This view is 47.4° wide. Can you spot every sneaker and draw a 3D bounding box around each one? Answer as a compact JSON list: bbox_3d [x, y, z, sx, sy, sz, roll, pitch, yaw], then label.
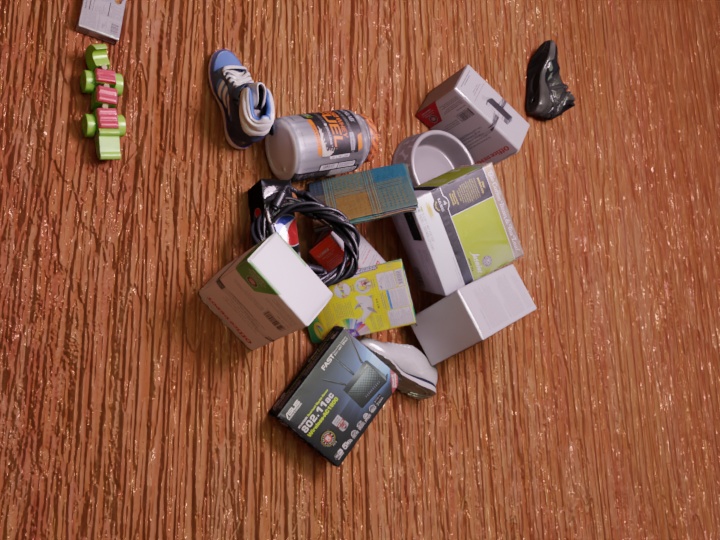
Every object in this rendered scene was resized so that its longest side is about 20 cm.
[{"bbox_3d":[-0.208,-0.333,1.491,0.080,0.146,0.202,-7,81,-34],"label":"sneaker"},{"bbox_3d":[0.068,0.174,1.577,0.199,0.076,0.081,34,52,-28],"label":"sneaker"},{"bbox_3d":[0.469,-0.459,2.007,0.114,0.076,0.201,17,71,-30],"label":"sneaker"}]

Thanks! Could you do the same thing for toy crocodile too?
[{"bbox_3d":[-0.433,-0.283,1.385,0.067,0.062,0.202,0,77,-32],"label":"toy crocodile"}]

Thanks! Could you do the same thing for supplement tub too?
[{"bbox_3d":[-0.071,-0.242,1.568,0.199,0.122,0.124,-15,85,-35],"label":"supplement tub"}]

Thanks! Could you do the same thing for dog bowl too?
[{"bbox_3d":[0.164,-0.207,1.748,0.199,0.059,0.202,10,70,-30],"label":"dog bowl"}]

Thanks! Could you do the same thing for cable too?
[{"bbox_3d":[-0.092,-0.048,1.438,0.200,0.051,0.164,38,63,-5],"label":"cable"}]

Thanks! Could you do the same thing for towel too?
[{"bbox_3d":[0.003,-0.139,1.547,0.198,0.022,0.147,-12,42,2],"label":"towel"}]

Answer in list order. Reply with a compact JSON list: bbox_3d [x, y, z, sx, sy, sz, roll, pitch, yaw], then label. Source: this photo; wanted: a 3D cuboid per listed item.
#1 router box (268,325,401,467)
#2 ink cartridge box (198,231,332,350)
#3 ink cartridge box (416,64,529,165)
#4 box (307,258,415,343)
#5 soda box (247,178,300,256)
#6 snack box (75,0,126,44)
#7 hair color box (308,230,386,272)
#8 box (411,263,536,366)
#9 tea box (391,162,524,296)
[{"bbox_3d":[-0.043,0.222,1.458,0.150,0.062,0.200,41,76,-15],"label":"router box"},{"bbox_3d":[-0.164,0.040,1.383,0.146,0.200,0.084,49,54,-12],"label":"ink cartridge box"},{"bbox_3d":[0.245,-0.325,1.781,0.200,0.144,0.084,40,59,-17],"label":"ink cartridge box"},{"bbox_3d":[-0.007,0.060,1.499,0.198,0.048,0.118,-13,109,5],"label":"box"},{"bbox_3d":[-0.156,-0.062,1.493,0.063,0.071,0.202,-1,77,-31],"label":"soda box"},{"bbox_3d":[-0.451,-0.504,1.459,0.071,0.024,0.202,14,69,-28],"label":"snack box"},{"bbox_3d":[0.000,0.000,1.559,0.200,0.061,0.102,47,29,-12],"label":"hair color box"},{"bbox_3d":[0.222,0.087,1.619,0.199,0.152,0.107,-22,81,-45],"label":"box"},{"bbox_3d":[0.188,-0.085,1.634,0.196,0.133,0.201,-25,102,-16],"label":"tea box"}]
